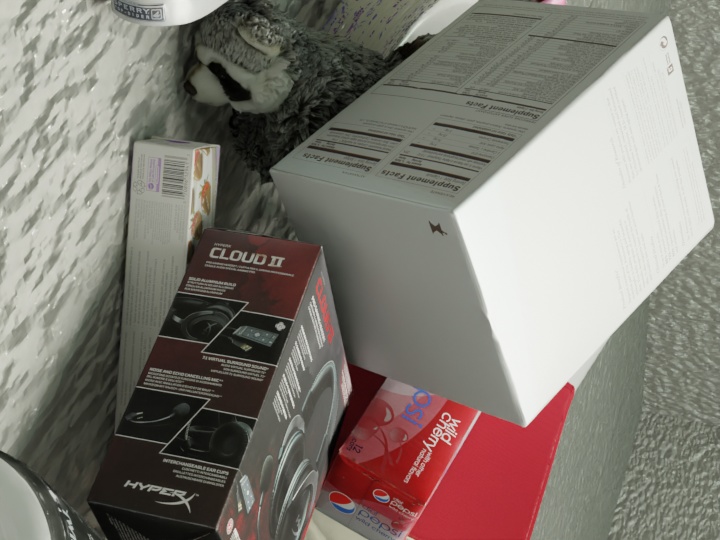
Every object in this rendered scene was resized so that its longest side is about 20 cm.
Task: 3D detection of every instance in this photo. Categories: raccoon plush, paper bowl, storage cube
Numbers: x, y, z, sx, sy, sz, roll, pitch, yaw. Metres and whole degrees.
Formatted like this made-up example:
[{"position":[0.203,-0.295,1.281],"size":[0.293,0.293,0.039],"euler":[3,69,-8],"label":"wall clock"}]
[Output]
[{"position":[-0.023,-0.146,0.901],"size":[0.200,0.096,0.135],"euler":[-41,143,-28],"label":"raccoon plush"},{"position":[0.046,-0.117,1.068],"size":[0.200,0.104,0.202],"euler":[-41,146,-36],"label":"paper bowl"},{"position":[0.029,0.155,1.036],"size":[0.180,0.199,0.171],"euler":[-63,180,-42],"label":"storage cube"}]

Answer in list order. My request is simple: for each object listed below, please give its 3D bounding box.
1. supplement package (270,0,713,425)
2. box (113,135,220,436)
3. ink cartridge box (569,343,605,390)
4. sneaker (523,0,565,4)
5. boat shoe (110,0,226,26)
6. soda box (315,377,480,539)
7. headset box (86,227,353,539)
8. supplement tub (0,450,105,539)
[{"position":[0.084,-0.044,0.866],"size":[0.200,0.150,0.152],"euler":[-42,127,-29],"label":"supplement package"},{"position":[-0.113,0.024,0.835],"size":[0.039,0.041,0.202],"euler":[-25,121,-70],"label":"box"},{"position":[0.118,-0.002,1.239],"size":[0.145,0.199,0.147],"euler":[-55,158,-10],"label":"ink cartridge box"},{"position":[0.123,-0.163,1.166],"size":[0.079,0.095,0.202],"euler":[47,38,-85],"label":"sneaker"},{"position":[-0.077,-0.201,0.799],"size":[0.200,0.072,0.066],"euler":[-46,147,-48],"label":"boat shoe"},{"position":[0.048,0.083,0.940],"size":[0.200,0.063,0.070],"euler":[-55,172,-40],"label":"soda box"},{"position":[-0.067,0.087,0.814],"size":[0.149,0.077,0.201],"euler":[80,25,-51],"label":"headset box"},{"position":[-0.153,0.167,0.639],"size":[0.200,0.122,0.123],"euler":[69,34,-57],"label":"supplement tub"}]
